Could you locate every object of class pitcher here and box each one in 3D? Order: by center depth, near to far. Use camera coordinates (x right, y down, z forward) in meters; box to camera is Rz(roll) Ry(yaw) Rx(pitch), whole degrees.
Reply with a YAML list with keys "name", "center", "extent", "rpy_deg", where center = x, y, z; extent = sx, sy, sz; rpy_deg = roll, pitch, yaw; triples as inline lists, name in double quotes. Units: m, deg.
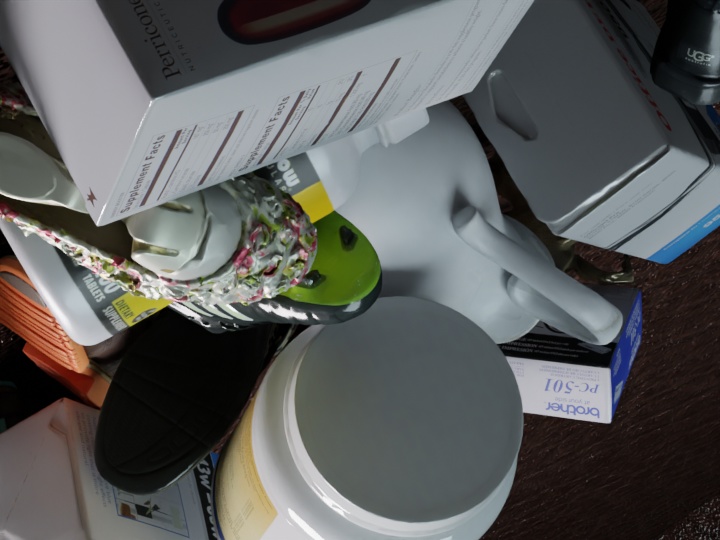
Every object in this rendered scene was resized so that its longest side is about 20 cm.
- name: "pitcher"
  center: [0.041, -0.026, 1.250]
  extent: [0.200, 0.171, 0.122]
  rpy_deg: [40, 73, -47]

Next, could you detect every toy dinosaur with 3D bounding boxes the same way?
- name: "toy dinosaur"
  center: [0.122, -0.015, 1.432]
  extent: [0.101, 0.200, 0.058]
  rpy_deg: [2, 120, -6]

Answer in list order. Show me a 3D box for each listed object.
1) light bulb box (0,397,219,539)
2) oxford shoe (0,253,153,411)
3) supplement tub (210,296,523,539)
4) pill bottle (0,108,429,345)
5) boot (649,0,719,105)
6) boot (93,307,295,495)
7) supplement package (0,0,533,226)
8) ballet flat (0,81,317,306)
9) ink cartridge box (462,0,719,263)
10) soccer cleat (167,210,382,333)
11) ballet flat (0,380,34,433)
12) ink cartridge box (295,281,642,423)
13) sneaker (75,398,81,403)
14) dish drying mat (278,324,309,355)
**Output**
- name: "light bulb box"
  center: [-0.174, 0.191, 1.399]
  extent: [0.198, 0.125, 0.200]
  rpy_deg: [-29, 147, 26]
- name: "oxford shoe"
  center: [-0.159, 0.017, 1.297]
  extent: [0.073, 0.071, 0.200]
  rpy_deg: [-52, 168, -12]
- name: "supplement tub"
  center: [0.003, 0.105, 1.260]
  extent: [0.144, 0.145, 0.200]
  rpy_deg: [-23, 166, -22]
- name: "pill bottle"
  center: [-0.073, -0.058, 1.102]
  extent: [0.200, 0.113, 0.112]
  rpy_deg: [-30, 164, -2]
- name: "boot"
  center: [0.214, -0.210, 1.224]
  extent: [0.165, 0.065, 0.200]
  rpy_deg: [-70, 174, -45]
- name: "boot"
  center: [-0.086, 0.052, 1.369]
  extent: [0.204, 0.073, 0.154]
  rpy_deg: [-62, 174, -15]
- name: "supplement package"
  center: [-0.039, -0.117, 0.982]
  extent: [0.200, 0.114, 0.110]
  rpy_deg: [-22, 163, -28]
- name: "ballet flat"
  center: [-0.113, -0.030, 1.012]
  extent: [0.064, 0.199, 0.076]
  rpy_deg: [-127, -124, -79]
- name: "ink cartridge box"
  center: [0.136, -0.090, 1.312]
  extent: [0.084, 0.145, 0.200]
  rpy_deg: [-37, 163, 18]
- name: "soccer cleat"
  center: [-0.059, 0.000, 1.187]
  extent: [0.068, 0.200, 0.081]
  rpy_deg: [-47, 132, -27]
- name: "ballet flat"
  center: [-0.232, 0.134, 1.478]
  extent: [0.068, 0.069, 0.200]
  rpy_deg: [-17, 161, -10]
- name: "ink cartridge box"
  center: [0.068, 0.042, 1.445]
  extent: [0.094, 0.199, 0.044]
  rpy_deg: [-59, 150, -54]
- name: "sneaker"
  center: [-0.152, 0.132, 1.518]
  extent: [0.095, 0.080, 0.200]
  rpy_deg: [13, 146, -14]
- name: "dish drying mat"
  center: [0.000, 0.000, 1.413]
  extent: [0.077, 0.018, 0.200]
  rpy_deg: [-41, -172, 32]
